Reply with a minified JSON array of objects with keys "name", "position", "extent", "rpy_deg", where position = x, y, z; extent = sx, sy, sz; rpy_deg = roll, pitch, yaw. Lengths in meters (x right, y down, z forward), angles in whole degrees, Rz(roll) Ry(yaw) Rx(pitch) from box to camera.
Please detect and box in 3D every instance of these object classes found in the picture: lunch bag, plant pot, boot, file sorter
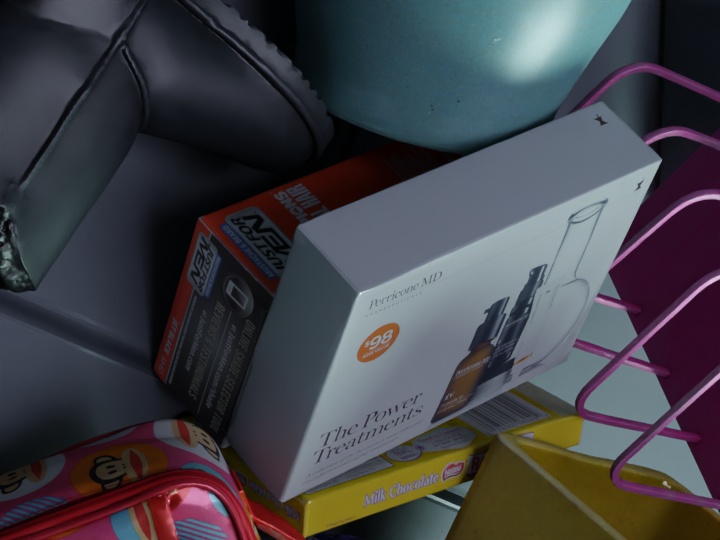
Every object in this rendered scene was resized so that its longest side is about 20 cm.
[{"name":"lunch bag","position":[-0.101,0.173,1.064],"extent":[0.175,0.082,0.201],"rpy_deg":[-20,119,-8]},{"name":"plant pot","position":[0.129,0.230,1.177],"extent":[0.195,0.194,0.201],"rpy_deg":[19,107,-54]},{"name":"boot","position":[-0.118,-0.058,1.033],"extent":[0.200,0.076,0.169],"rpy_deg":[45,70,-40]},{"name":"plant pot","position":[0.051,-0.164,1.098],"extent":[0.199,0.200,0.189],"rpy_deg":[-5,119,-42]},{"name":"file sorter","position":[0.174,0.010,1.219],"extent":[0.125,0.201,0.139],"rpy_deg":[15,131,-40]}]

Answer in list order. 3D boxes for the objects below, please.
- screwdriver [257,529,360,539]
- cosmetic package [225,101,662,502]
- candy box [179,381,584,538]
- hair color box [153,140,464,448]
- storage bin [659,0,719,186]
[{"name":"screwdriver","position":[0.016,0.145,1.137],"extent":[0.029,0.199,0.028],"rpy_deg":[70,33,-51]},{"name":"cosmetic package","position":[0.040,0.014,1.088],"extent":[0.199,0.052,0.151],"rpy_deg":[-24,147,-36]},{"name":"candy box","position":[0.013,0.084,1.176],"extent":[0.199,0.102,0.027],"rpy_deg":[-13,117,-40]},{"name":"hair color box","position":[0.000,0.000,1.140],"extent":[0.199,0.064,0.111],"rpy_deg":[-24,148,-39]},{"name":"storage bin","position":[0.259,-0.090,1.351],"extent":[0.134,0.145,0.201],"rpy_deg":[-10,108,-31]}]
